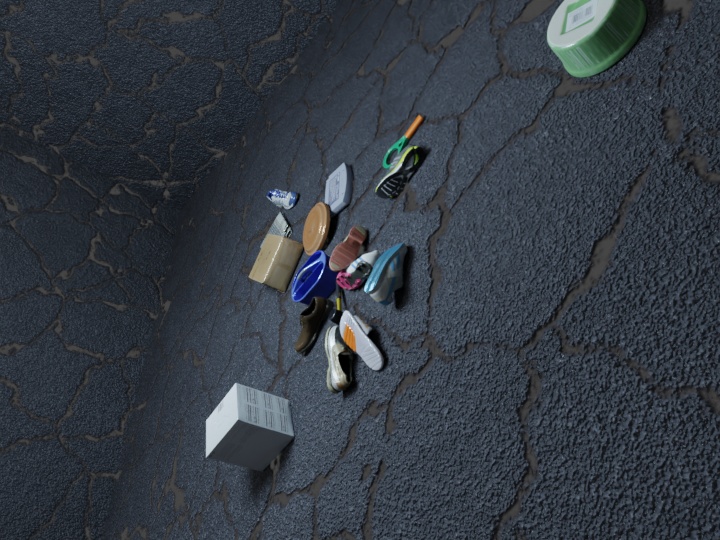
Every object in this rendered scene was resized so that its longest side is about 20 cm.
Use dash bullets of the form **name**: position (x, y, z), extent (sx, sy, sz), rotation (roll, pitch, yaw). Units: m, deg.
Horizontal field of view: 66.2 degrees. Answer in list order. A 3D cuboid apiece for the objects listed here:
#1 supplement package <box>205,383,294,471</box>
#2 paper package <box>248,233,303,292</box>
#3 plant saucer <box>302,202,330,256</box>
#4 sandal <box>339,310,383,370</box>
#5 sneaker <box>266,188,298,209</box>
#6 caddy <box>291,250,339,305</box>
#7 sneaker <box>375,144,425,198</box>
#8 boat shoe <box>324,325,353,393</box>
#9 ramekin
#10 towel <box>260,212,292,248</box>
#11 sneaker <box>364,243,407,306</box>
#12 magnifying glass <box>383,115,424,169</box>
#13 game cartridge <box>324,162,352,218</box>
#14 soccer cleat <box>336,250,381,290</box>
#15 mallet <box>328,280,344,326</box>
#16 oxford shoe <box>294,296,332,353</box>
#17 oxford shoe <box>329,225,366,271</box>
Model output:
- **supplement package**: position (-0.343, 0.486, 1.707), extent (0.192, 0.199, 0.148), rotation (-49, 33, 22)
- **paper package**: position (-0.331, -0.033, 2.168), extent (0.190, 0.103, 0.202), rotation (15, 81, 61)
- **plant saucer**: position (-0.168, -0.153, 2.034), extent (0.200, 0.032, 0.202), rotation (-38, 46, 53)
- **sandal**: position (0.014, 0.194, 1.521), extent (0.207, 0.059, 0.080), rotation (49, 128, 36)
- **sneaker**: position (-0.346, -0.316, 2.415), extent (0.199, 0.088, 0.076), rotation (2, 67, 56)
- **caddy**: position (-0.158, 0.027, 1.851), extent (0.200, 0.104, 0.142), rotation (-48, 35, 26)
- **sneaker**: position (0.119, -0.308, 1.720), extent (0.200, 0.074, 0.081), rotation (-46, 28, 15)
- **boat shoe**: position (-0.054, 0.245, 1.573), extent (0.068, 0.074, 0.202), rotation (-30, 51, 35)
- **ramekin**: position (0.519, -0.549, 1.238), extent (0.200, 0.097, 0.201), rotation (-36, 40, 38)
- **towel**: position (-0.368, -0.137, 2.368), extent (0.193, 0.034, 0.200), rotation (-56, 32, 13)
- **sneaker**: position (0.083, 0.007, 1.532), extent (0.076, 0.081, 0.201), rotation (-21, 32, 52)
- **magnifying glass**: position (0.140, -0.417, 1.807), extent (0.201, 0.022, 0.080), rotation (-54, 31, 20)
- **game cartridge**: position (-0.080, -0.297, 2.041), extent (0.133, 0.041, 0.201), rotation (-39, 39, 42)
- **soccer cleat**: position (0.000, 0.000, 1.683), extent (0.086, 0.070, 0.200), rotation (-47, 9, -35)
- **mallet**: position (-0.059, 0.101, 1.722), extent (0.041, 0.066, 0.201), rotation (-45, 21, 26)
- **oxford shoe**: position (-0.173, 0.173, 1.791), extent (0.073, 0.084, 0.201), rotation (30, 95, 58)
- **oxford shoe**: position (-0.042, -0.055, 1.743), extent (0.200, 0.071, 0.074), rotation (-52, -4, -40)
